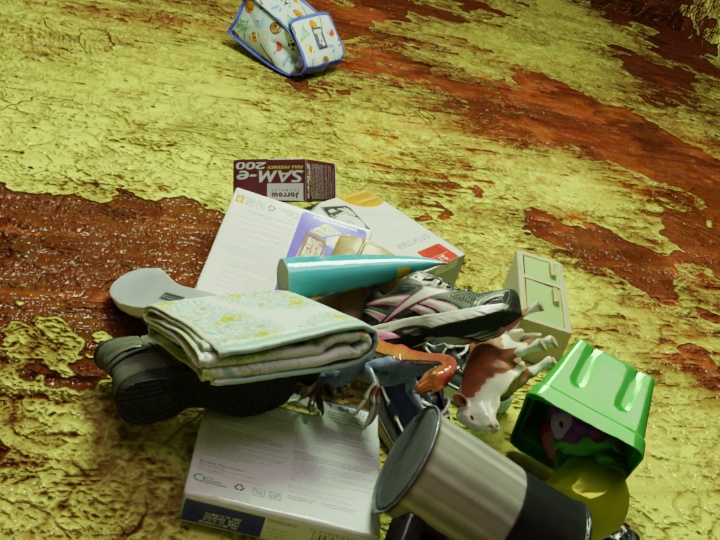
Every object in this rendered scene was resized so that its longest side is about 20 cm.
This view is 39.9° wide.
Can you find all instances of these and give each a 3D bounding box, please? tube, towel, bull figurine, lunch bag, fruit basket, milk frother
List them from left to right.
[{"bbox_3d":[-0.105,0.061,1.015,0.197,0.049,0.170,-4,17,-33],"label":"towel"},{"bbox_3d":[-0.143,-0.491,2.069,0.200,0.125,0.169,42,35,12],"label":"lunch bag"},{"bbox_3d":[0.000,0.000,1.181,0.197,0.051,0.077,-7,9,-21],"label":"tube"},{"bbox_3d":[0.129,0.224,0.908,0.187,0.200,0.182,32,41,-9],"label":"milk frother"},{"bbox_3d":[0.165,0.108,1.145,0.066,0.120,0.201,59,18,-17],"label":"bull figurine"},{"bbox_3d":[0.233,0.209,1.079,0.154,0.218,0.215,27,30,14],"label":"fruit basket"}]

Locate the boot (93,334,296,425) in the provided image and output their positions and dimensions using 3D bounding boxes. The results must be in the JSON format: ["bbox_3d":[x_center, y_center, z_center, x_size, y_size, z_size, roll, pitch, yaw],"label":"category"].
[{"bbox_3d":[-0.176,0.097,1.053,0.197,0.069,0.131,-3,24,-23],"label":"boot"}]

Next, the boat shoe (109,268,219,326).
[{"bbox_3d":[-0.219,0.051,1.164,0.198,0.067,0.070,12,42,38],"label":"boat shoe"}]

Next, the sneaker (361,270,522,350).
[{"bbox_3d":[0.084,0.037,1.138,0.197,0.080,0.088,-10,67,19],"label":"sneaker"}]

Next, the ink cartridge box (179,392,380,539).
[{"bbox_3d":[-0.076,0.199,1.026,0.193,0.044,0.201,15,26,-6],"label":"ink cartridge box"}]

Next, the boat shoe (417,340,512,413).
[{"bbox_3d":[0.112,0.105,1.263,0.198,0.069,0.073,35,33,26],"label":"boat shoe"}]

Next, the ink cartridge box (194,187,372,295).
[{"bbox_3d":[-0.104,0.009,1.285,0.195,0.044,0.202,18,60,2],"label":"ink cartridge box"}]

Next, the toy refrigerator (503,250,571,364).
[{"bbox_3d":[0.254,0.050,1.437,0.075,0.071,0.201,17,29,-2],"label":"toy refrigerator"}]

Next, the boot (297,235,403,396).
[{"bbox_3d":[-0.056,0.035,1.215,0.173,0.066,0.202,30,56,-2],"label":"boot"}]

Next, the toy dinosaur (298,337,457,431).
[{"bbox_3d":[0.017,0.098,1.039,0.104,0.180,0.203,-5,69,-52],"label":"toy dinosaur"}]

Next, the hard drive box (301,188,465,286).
[{"bbox_3d":[0.024,-0.024,1.422,0.199,0.078,0.155,35,34,26],"label":"hard drive box"}]

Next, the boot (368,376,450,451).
[{"bbox_3d":[0.076,0.179,1.095,0.072,0.091,0.200,-5,37,-35],"label":"boot"}]

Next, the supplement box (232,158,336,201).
[{"bbox_3d":[-0.106,-0.129,1.439,0.107,0.062,0.200,0,5,10],"label":"supplement box"}]
